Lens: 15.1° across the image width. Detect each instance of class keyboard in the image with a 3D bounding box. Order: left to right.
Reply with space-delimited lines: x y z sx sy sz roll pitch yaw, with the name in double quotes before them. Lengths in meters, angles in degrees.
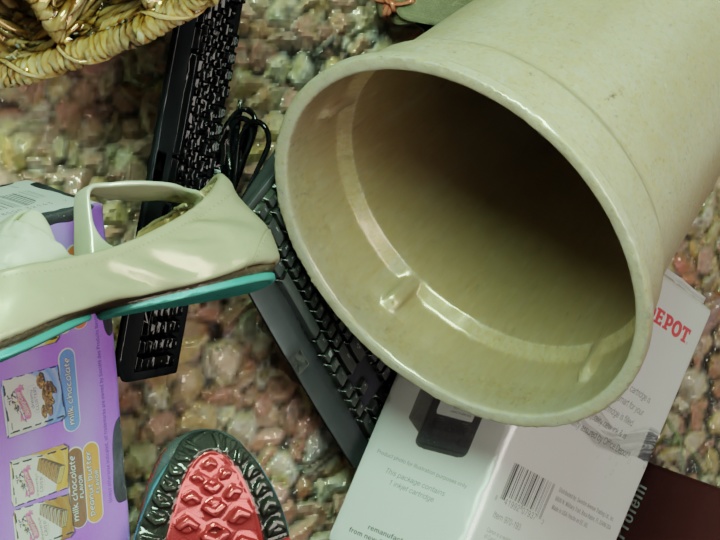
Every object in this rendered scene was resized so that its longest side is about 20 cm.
"keyboard" -0.070 -0.047 1.270 0.104 0.039 0.201 -17 119 -77
"keyboard" 0.000 0.000 1.356 0.127 0.021 0.200 -58 143 -25

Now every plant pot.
"plant pot" 0.093 -0.061 1.279 0.183 0.200 0.201 -45 126 -38

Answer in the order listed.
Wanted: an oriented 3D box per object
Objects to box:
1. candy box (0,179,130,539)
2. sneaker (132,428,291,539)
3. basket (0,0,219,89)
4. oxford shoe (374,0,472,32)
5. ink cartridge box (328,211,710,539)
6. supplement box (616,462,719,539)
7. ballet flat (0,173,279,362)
"candy box" -0.207 0.064 1.198 0.199 0.071 0.169 -15 110 -37
"sneaker" -0.082 0.157 1.311 0.079 0.096 0.201 -9 119 -17
"basket" -0.138 -0.182 1.145 0.149 0.142 0.200 -50 126 -19
"oxford shoe" 0.030 -0.161 1.337 0.200 0.070 0.075 44 75 -37
"ink cartridge box" 0.086 0.077 1.417 0.145 0.083 0.201 32 79 -53
"supplement box" 0.195 0.228 1.483 0.133 0.200 0.198 30 82 -40
"ballet flat" -0.124 -0.001 1.170 0.199 0.069 0.070 -17 111 -39
